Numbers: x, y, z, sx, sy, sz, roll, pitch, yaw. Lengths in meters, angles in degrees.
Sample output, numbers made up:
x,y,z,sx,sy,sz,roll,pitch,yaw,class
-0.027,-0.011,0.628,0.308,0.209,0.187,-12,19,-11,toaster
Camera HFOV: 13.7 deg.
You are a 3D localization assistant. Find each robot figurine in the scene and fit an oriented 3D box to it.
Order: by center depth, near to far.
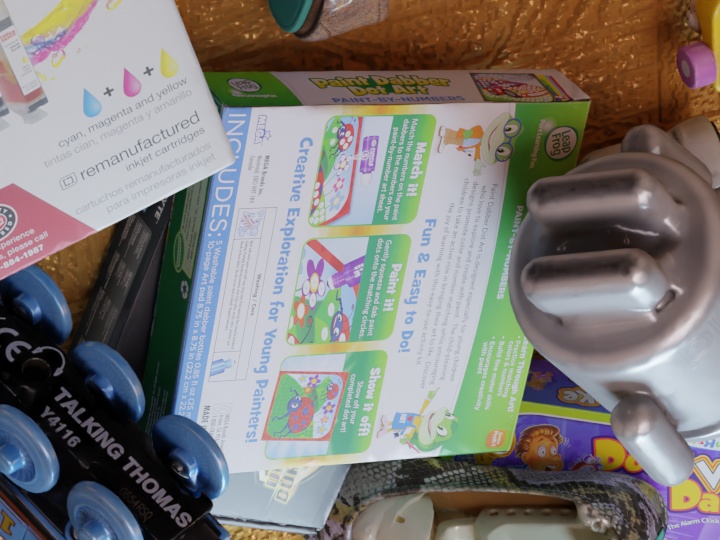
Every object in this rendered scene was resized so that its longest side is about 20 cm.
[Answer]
x,y,z,sx,sy,sz,roll,pitch,yaw,class
0.145,0.016,1.446,0.200,0.113,0.170,37,56,-56,robot figurine

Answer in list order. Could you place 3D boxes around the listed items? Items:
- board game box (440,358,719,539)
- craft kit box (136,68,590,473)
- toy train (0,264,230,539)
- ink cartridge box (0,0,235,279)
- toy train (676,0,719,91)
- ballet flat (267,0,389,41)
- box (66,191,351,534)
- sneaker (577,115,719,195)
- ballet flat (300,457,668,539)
x,y,z,sx,sy,sz,roll,pitch,yaw,class
0.141,0.122,1.586,0.200,0.045,0.135,8,121,7,board game box
0.000,0.000,1.445,0.197,0.049,0.200,-1,117,-25,craft kit box
-0.145,0.085,1.403,0.087,0.200,0.114,-37,165,-36,toy train
-0.167,-0.124,1.278,0.145,0.145,0.200,-27,127,-8,ink cartridge box
0.234,-0.145,1.524,0.150,0.056,0.200,5,121,-30,toy train
0.014,-0.186,1.363,0.067,0.068,0.200,-4,144,-26,ballet flat
-0.058,0.031,1.492,0.159,0.046,0.200,11,114,-32,box
0.155,0.012,1.578,0.081,0.075,0.200,-9,122,-5,sneaker
0.057,0.135,1.544,0.200,0.072,0.072,0,126,12,ballet flat
